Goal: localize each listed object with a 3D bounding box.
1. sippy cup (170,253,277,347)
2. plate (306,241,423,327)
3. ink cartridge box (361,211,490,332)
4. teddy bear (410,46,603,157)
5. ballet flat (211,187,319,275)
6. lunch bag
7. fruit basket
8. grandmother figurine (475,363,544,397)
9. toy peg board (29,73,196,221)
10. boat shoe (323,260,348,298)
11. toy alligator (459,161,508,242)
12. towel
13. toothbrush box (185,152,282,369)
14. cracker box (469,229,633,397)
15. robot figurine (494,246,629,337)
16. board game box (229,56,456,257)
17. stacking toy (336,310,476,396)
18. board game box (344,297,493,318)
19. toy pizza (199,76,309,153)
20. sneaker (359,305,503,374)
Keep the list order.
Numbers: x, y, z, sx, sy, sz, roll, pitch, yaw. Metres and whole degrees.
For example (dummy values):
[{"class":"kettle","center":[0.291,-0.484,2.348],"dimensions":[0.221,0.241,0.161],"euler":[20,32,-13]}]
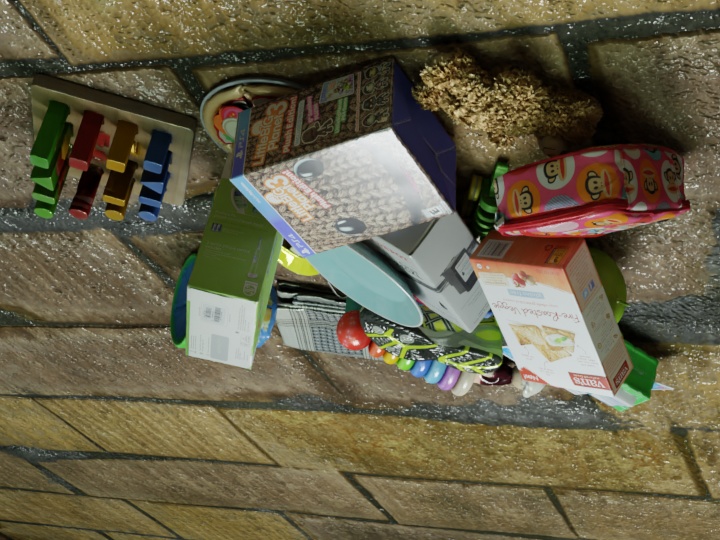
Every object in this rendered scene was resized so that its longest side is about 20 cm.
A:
[{"class":"sippy cup","center":[-0.194,0.054,1.799],"dimensions":[0.129,0.141,0.178],"euler":[12,-165,-23]},{"class":"plate","center":[0.000,0.000,1.524],"dimensions":[0.199,0.026,0.200],"euler":[34,164,11]},{"class":"ink cartridge box","center":[0.071,-0.030,1.491],"dimensions":[0.145,0.084,0.200],"euler":[32,169,39]},{"class":"teddy bear","center":[0.147,-0.165,1.272],"dimensions":[0.198,0.067,0.145],"euler":[23,154,-20]},{"class":"ballet flat","center":[-0.103,-0.054,1.606],"dimensions":[0.067,0.067,0.199],"euler":[-18,138,42]},{"class":"lunch bag","center":[0.233,-0.079,1.310],"dimensions":[0.175,0.083,0.199],"euler":[-11,175,42]},{"class":"fruit basket","center":[0.317,0.148,1.782],"dimensions":[0.184,0.095,0.199],"euler":[29,153,-30]},{"class":"grandmother figurine","center":[0.187,0.153,1.896],"dimensions":[0.197,0.061,0.121],"euler":[8,-179,3]},{"class":"toy peg board","center":[-0.316,-0.123,1.529],"dimensions":[0.197,0.099,0.200],"euler":[16,154,-5]},{"class":"boat shoe","center":[-0.023,-0.030,1.615],"dimensions":[0.072,0.065,0.201],"euler":[7,152,16]},{"class":"toy alligator","center":[0.147,-0.061,1.489],"dimensions":[0.059,0.055,0.200],"euler":[14,154,-1]},{"class":"towel","center":[-0.035,0.086,1.883],"dimensions":[0.190,0.035,0.201],"euler":[10,153,7]},{"class":"toothbrush box","center":[-0.142,-0.011,1.458],"dimensions":[0.085,0.202,0.146],"euler":[13,145,0]},{"class":"cracker box","center":[0.223,0.050,1.446],"dimensions":[0.133,0.058,0.201],"euler":[7,136,43]},{"class":"robot figurine","center":[0.254,0.038,1.565],"dimensions":[0.176,0.116,0.200],"euler":[52,147,-5]},{"class":"board game box","center":[-0.016,-0.118,1.356],"dimensions":[0.198,0.098,0.160],"euler":[-16,140,26]},{"class":"stacking toy","center":[0.061,0.107,1.702],"dimensions":[0.198,0.086,0.085],"euler":[16,154,-8]},{"class":"board game box","center":[0.100,0.061,1.736],"dimensions":[0.199,0.045,0.152],"euler":[-19,140,34]},{"class":"toy pizza","center":[-0.092,-0.154,1.441],"dimensions":[0.198,0.032,0.201],"euler":[10,154,5]},{"class":"sneaker","center":[0.094,0.077,1.649],"dimensions":[0.198,0.077,0.076],"euler":[17,148,-6]}]
